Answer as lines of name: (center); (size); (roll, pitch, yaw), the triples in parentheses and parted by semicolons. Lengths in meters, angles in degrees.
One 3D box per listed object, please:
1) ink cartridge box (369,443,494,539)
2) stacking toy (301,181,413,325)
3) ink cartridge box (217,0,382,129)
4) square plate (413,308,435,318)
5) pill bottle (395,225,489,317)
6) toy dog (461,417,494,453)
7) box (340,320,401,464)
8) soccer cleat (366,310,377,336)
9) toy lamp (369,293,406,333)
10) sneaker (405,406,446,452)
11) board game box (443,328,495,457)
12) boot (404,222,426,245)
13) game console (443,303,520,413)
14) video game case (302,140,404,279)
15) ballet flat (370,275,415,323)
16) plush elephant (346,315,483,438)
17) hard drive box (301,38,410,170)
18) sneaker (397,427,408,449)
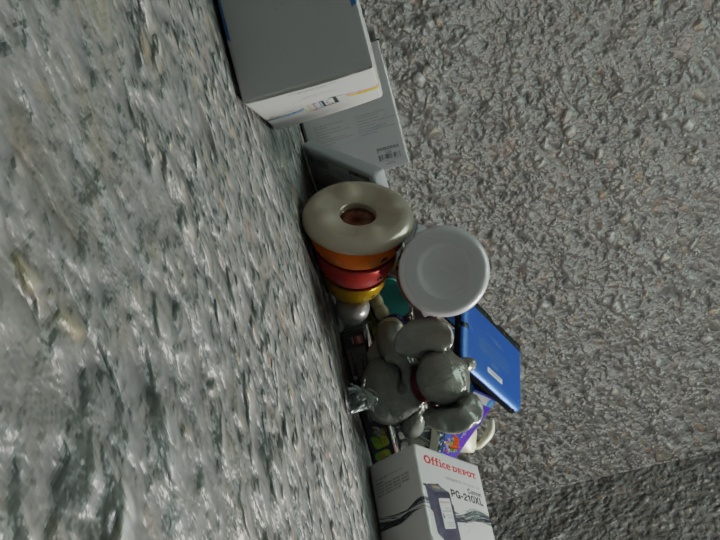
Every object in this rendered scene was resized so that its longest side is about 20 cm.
ink cartridge box: (0.101, 0.344, 1.142); (0.144, 0.084, 0.201); (27, 40, -40)
stacking toy: (-0.006, -0.007, 1.186); (0.146, 0.145, 0.201); (-99, -172, -48)
ink cartridge box: (-0.064, -0.261, 0.995); (0.200, 0.144, 0.148); (-32, 106, -85)
square plate: (0.069, 0.062, 1.478); (0.201, 0.028, 0.198); (60, -21, -13)
pill bottle: (0.103, 0.002, 1.155); (0.200, 0.112, 0.114); (46, 29, -89)
toy dog: (0.142, 0.245, 1.634); (0.139, 0.193, 0.201); (21, 61, -69)
box: (0.017, 0.178, 1.271); (0.110, 0.035, 0.201); (-33, 109, -84)
soccer cleat: (0.023, 0.083, 1.427); (0.084, 0.064, 0.201); (-98, 173, -67)
toy lamp: (0.000, 0.000, 1.291); (0.201, 0.058, 0.058); (60, 5, 3)
sneaker: (0.088, 0.222, 1.313); (0.077, 0.085, 0.201); (23, 76, -77)
board game box: (0.143, 0.199, 1.436); (0.045, 0.135, 0.200); (25, 19, -20)
boot: (0.038, -0.057, 1.352); (0.200, 0.095, 0.074); (-139, -107, -81)
game console: (0.154, 0.113, 1.341); (0.200, 0.118, 0.171); (41, 45, -43)
video game case: (-0.006, -0.090, 1.302); (0.200, 0.024, 0.183); (30, -35, 51)
ballet flat: (0.056, 0.068, 1.393); (0.075, 0.067, 0.201); (-95, 167, -55)
plush elephant: (0.085, 0.142, 1.160); (0.200, 0.154, 0.166); (-16, 93, -68)
hard drive box: (-0.018, -0.252, 1.406); (0.077, 0.155, 0.201); (-82, 158, -77)
sneaker: (0.052, 0.204, 1.403); (0.115, 0.080, 0.200); (-99, -179, -74)
